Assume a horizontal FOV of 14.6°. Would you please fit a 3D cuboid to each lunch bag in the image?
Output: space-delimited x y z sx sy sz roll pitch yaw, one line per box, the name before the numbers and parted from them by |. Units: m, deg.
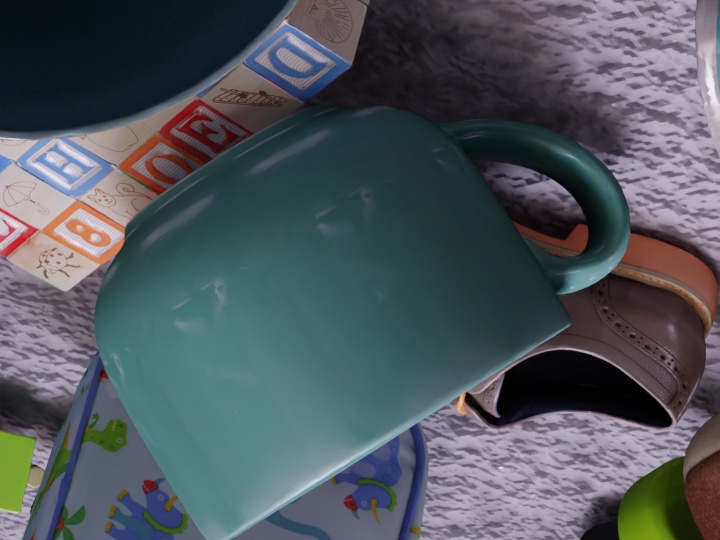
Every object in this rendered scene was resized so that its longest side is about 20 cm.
lunch bag | -0.059 0.125 1.162 0.161 0.200 0.082 20 144 -9

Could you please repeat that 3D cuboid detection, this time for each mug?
mug | -0.009 0.006 1.014 0.152 0.185 0.115 -35 86 38

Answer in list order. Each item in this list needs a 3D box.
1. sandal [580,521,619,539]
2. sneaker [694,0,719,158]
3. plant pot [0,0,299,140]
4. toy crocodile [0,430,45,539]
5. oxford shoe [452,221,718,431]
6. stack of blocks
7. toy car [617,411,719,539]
sandal | 0.146 0.180 1.297 0.075 0.045 0.200 0 142 18
sneaker | 0.176 -0.048 0.971 0.080 0.071 0.200 -8 146 26
plant pot | -0.111 -0.144 0.862 0.200 0.200 0.135 26 180 -15
toy crocodile | -0.159 0.091 1.266 0.200 0.068 0.062 19 175 -6
oxford shoe | 0.036 0.017 1.094 0.200 0.073 0.071 7 144 10
stack of blocks | -0.098 -0.079 1.024 0.115 0.059 0.200 31 140 -22
toy car | 0.208 0.147 1.079 0.158 0.200 0.164 6 153 -29
